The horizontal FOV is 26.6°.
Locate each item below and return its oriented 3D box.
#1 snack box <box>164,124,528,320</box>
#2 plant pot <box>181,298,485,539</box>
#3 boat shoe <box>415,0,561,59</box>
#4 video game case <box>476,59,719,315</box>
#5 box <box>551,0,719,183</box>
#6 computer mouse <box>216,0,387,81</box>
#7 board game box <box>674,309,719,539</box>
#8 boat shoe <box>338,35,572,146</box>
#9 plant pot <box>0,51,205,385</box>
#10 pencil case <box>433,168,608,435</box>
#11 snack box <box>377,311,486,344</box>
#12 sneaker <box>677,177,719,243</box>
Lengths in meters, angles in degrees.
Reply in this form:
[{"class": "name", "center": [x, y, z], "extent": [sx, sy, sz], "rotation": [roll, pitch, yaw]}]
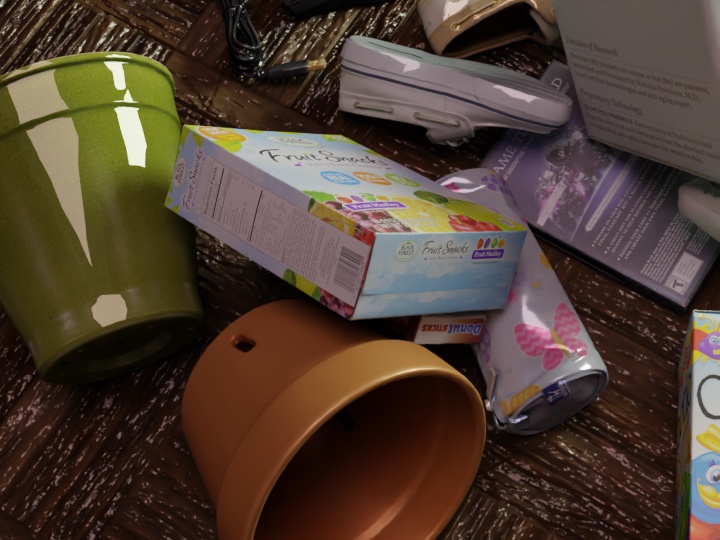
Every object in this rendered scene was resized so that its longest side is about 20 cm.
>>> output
[{"class": "snack box", "center": [-0.011, -0.037, 1.068], "extent": [0.199, 0.168, 0.069], "rotation": [28, 110, 37]}, {"class": "plant pot", "center": [-0.031, 0.113, 1.047], "extent": [0.199, 0.201, 0.140], "rotation": [-37, 49, -13]}, {"class": "boat shoe", "center": [0.147, -0.217, 1.256], "extent": [0.197, 0.074, 0.070], "rotation": [-15, 65, 9]}, {"class": "video game case", "center": [0.201, -0.070, 1.203], "extent": [0.199, 0.019, 0.143], "rotation": [29, 69, 19]}, {"class": "box", "center": [0.275, -0.195, 1.118], "extent": [0.197, 0.173, 0.200], "rotation": [-29, 26, -18]}, {"class": "computer mouse", "center": [-0.030, -0.234, 1.290], "extent": [0.197, 0.046, 0.142], "rotation": [-9, 62, 1]}, {"class": "board game box", "center": [0.269, 0.143, 1.041], "extent": [0.101, 0.105, 0.202], "rotation": [4, 63, 8]}, {"class": "boat shoe", "center": [0.073, -0.133, 1.224], "extent": [0.198, 0.073, 0.068], "rotation": [20, 111, 24]}, {"class": "plant pot", "center": [-0.205, -0.026, 1.136], "extent": [0.198, 0.201, 0.195], "rotation": [-19, 75, -5]}, {"class": "pencil case", "center": [0.105, 0.022, 1.130], "extent": [0.090, 0.083, 0.202], "rotation": [-28, 64, 7]}, {"class": "snack box", "center": [0.000, 0.000, 1.124], "extent": [0.199, 0.071, 0.025], "rotation": [33, 110, 40]}, {"class": "sneaker", "center": [0.310, 0.003, 1.116], "extent": [0.199, 0.100, 0.077], "rotation": [34, 34, 29]}]
